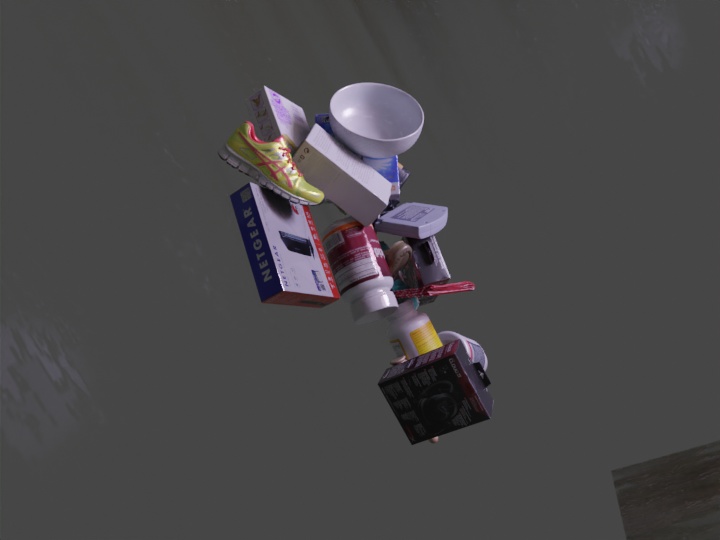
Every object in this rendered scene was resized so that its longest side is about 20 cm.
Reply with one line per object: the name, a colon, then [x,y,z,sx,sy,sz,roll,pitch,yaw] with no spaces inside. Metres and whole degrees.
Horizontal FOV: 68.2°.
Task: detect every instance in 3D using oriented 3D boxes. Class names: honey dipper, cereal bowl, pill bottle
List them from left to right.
pill bottle: [0.000,0.000,1.088,0.114,0.114,0.201,12,54,-62]
cereal bowl: [0.029,-0.303,1.115,0.084,0.198,0.201,101,-14,-49]
pill bottle: [0.126,0.166,1.194,0.201,0.104,0.104,64,22,1]
honey dipper: [0.122,0.282,1.150,0.201,0.038,0.038,64,22,-2]
pill bottle: [0.261,0.233,1.396,0.200,0.119,0.120,26,42,-55]

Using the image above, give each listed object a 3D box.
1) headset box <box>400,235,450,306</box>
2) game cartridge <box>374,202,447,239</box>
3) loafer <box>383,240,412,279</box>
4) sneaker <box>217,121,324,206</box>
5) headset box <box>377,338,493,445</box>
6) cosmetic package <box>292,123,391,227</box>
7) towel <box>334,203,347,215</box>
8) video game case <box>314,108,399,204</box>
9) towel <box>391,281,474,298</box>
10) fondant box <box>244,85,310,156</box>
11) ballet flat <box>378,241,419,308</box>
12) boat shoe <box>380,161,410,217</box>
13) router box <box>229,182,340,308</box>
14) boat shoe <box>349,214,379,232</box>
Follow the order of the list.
headset box: [0.153,-0.009,1.355,0.200,0.075,0.150,104,-30,-66]
game cartridge: [0.135,-0.123,1.294,0.200,0.132,0.041,-35,127,-55]
loafer: [0.052,-0.013,1.180,0.076,0.200,0.068,-34,78,-29]
sneaker: [-0.142,-0.183,0.917,0.199,0.091,0.078,32,8,-9]
headset box: [0.159,0.240,1.061,0.149,0.199,0.077,60,23,-5]
cosmetic package: [-0.038,-0.188,1.052,0.200,0.071,0.102,36,32,-14]
towel: [-0.073,-0.242,1.297,0.201,0.036,0.149,57,24,-19]
video game case: [-0.007,-0.257,1.197,0.045,0.180,0.202,71,15,-84]
towel: [0.137,0.046,1.183,0.144,0.199,0.023,-3,86,-37]
fondant box: [-0.152,-0.272,1.129,0.144,0.058,0.201,7,58,-63]
ballet flat: [0.075,0.020,1.318,0.201,0.071,0.072,61,22,-11]
boat shoe: [0.070,-0.176,1.358,0.062,0.201,0.075,24,5,-1]
router box: [-0.129,-0.037,0.934,0.179,0.049,0.201,12,54,-62]
boat shoe: [0.004,-0.112,1.269,0.060,0.075,0.201,45,29,-43]
